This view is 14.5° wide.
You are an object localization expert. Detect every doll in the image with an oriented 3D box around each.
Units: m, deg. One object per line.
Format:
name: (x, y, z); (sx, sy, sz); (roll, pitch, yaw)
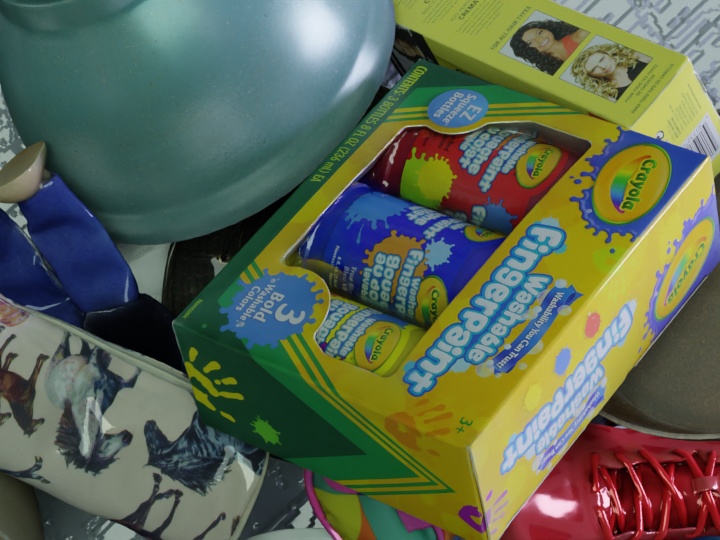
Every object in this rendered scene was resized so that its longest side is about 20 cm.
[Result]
doll: (-0.133, 0.037, 1.390); (0.136, 0.048, 0.200); (-24, 112, 26)

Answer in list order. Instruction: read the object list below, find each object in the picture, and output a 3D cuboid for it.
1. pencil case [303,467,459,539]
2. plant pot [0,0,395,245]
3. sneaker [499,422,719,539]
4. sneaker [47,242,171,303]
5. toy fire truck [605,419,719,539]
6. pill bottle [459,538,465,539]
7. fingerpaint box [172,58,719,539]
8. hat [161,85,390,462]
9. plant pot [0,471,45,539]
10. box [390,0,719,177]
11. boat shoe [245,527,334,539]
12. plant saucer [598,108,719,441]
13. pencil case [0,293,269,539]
pencil case: (0.055, 0.059, 1.365); (0.088, 0.088, 0.200); (39, 51, 5)
plant pot: (-0.101, -0.132, 1.384); (0.200, 0.134, 0.201); (-18, 46, 19)
sneaker: (0.141, 0.096, 1.310); (0.115, 0.200, 0.079); (-7, 90, 37)
sneaker: (-0.087, -0.001, 1.459); (0.116, 0.074, 0.200); (40, 87, -5)
toy fire truck: (0.214, 0.068, 1.426); (0.168, 0.112, 0.200); (-37, 83, 23)
pill bottle: (0.040, 0.208, 1.405); (0.200, 0.113, 0.113); (-41, 84, -2)
fingerpaint box: (0.042, 0.008, 1.290); (0.167, 0.073, 0.200); (22, 54, 31)
hat: (0.000, 0.000, 1.414); (0.200, 0.081, 0.201); (0, 89, -26)
plant pot: (-0.250, 0.105, 1.406); (0.200, 0.200, 0.135); (-1, 51, 2)
box: (0.090, -0.097, 1.397); (0.200, 0.075, 0.050); (28, 72, 42)
boat shoe: (-0.062, 0.177, 1.399); (0.200, 0.076, 0.060); (-20, 47, 34)
plant saucer: (0.182, 0.003, 1.328); (0.200, 0.032, 0.200); (-16, 47, 18)
pencil case: (-0.137, 0.060, 1.326); (0.200, 0.078, 0.090); (27, 94, -17)
